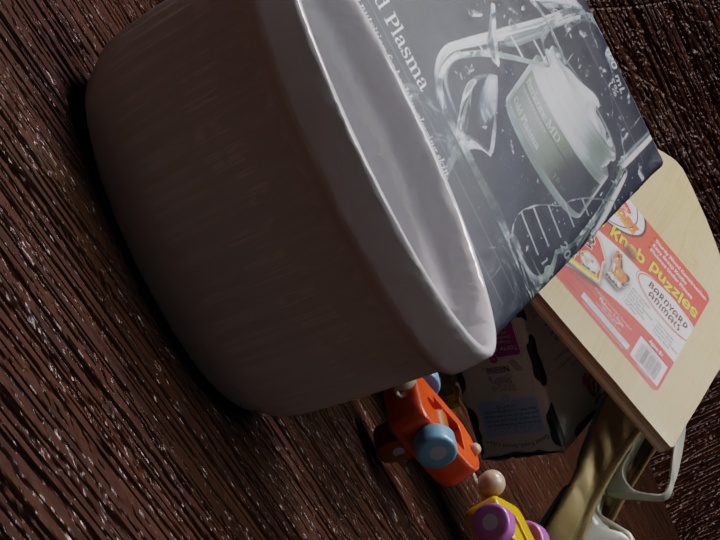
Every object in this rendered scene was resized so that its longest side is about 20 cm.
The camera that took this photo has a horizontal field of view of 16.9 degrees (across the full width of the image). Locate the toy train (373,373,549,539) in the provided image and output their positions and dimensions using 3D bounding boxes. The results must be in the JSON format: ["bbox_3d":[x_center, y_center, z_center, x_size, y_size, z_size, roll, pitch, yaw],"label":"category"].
[{"bbox_3d":[0.053,0.147,1.268,0.150,0.056,0.200,48,17,-37],"label":"toy train"}]

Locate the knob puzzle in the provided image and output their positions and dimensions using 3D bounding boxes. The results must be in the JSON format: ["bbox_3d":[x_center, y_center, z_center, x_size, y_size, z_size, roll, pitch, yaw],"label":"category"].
[{"bbox_3d":[0.152,-0.008,1.453,0.219,0.030,0.220,25,48,-32],"label":"knob puzzle"}]

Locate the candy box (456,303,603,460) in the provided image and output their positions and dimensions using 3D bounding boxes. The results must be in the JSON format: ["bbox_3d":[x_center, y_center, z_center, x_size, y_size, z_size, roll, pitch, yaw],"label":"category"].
[{"bbox_3d":[0.098,-0.003,1.484,0.136,0.061,0.200,-39,115,-55],"label":"candy box"}]

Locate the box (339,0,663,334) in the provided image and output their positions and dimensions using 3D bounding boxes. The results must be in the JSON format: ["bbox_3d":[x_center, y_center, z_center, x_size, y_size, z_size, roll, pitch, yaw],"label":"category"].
[{"bbox_3d":[0.025,-0.082,1.215,0.197,0.124,0.200,-43,111,-48],"label":"box"}]

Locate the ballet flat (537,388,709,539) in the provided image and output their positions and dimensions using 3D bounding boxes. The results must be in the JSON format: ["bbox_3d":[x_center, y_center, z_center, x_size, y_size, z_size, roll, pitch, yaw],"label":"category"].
[{"bbox_3d":[0.148,0.137,1.447,0.063,0.200,0.069,22,-13,20],"label":"ballet flat"}]

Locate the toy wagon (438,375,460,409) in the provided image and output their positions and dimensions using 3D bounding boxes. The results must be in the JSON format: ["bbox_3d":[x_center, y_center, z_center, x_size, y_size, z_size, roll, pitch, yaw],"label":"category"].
[{"bbox_3d":[0.000,0.000,1.427,0.155,0.040,0.200,-87,151,-75],"label":"toy wagon"}]

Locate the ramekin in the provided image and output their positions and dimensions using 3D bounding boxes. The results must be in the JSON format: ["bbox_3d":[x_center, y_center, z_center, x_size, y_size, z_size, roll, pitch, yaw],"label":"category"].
[{"bbox_3d":[-0.032,-0.035,1.011,0.200,0.105,0.200,62,10,-20],"label":"ramekin"}]

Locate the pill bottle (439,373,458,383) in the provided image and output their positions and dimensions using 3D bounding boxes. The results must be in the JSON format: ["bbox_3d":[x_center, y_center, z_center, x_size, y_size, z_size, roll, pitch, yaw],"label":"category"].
[{"bbox_3d":[0.046,-0.032,1.583,0.200,0.111,0.111,64,7,-7],"label":"pill bottle"}]
